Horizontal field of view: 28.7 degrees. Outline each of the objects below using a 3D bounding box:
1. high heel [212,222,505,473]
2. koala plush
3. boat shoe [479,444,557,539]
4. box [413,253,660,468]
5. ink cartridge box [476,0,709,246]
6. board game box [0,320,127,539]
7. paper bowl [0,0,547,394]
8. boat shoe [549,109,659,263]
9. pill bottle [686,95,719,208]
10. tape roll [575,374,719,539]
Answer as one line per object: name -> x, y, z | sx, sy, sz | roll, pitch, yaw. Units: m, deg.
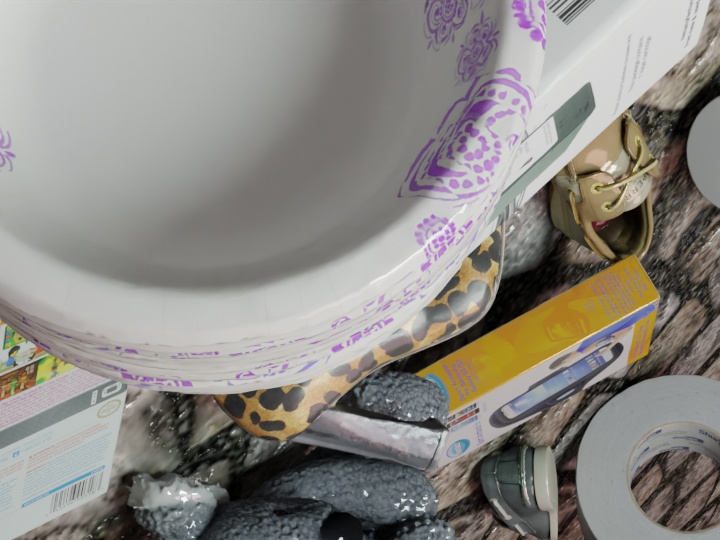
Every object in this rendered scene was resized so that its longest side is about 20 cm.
high heel -> 0.000, 0.000, 0.763 | 0.141, 0.071, 0.203 | 16, 87, -19
koala plush -> -0.037, 0.175, 0.804 | 0.183, 0.179, 0.199 | -34, 165, 29
boat shoe -> 0.141, 0.193, 1.230 | 0.061, 0.074, 0.200 | -4, 161, 9
box -> 0.107, 0.071, 0.957 | 0.198, 0.042, 0.119 | -30, 158, -4
ink cartridge box -> 0.018, -0.092, 0.550 | 0.200, 0.146, 0.084 | -41, 160, -12
board game box -> -0.160, 0.031, 0.541 | 0.147, 0.064, 0.202 | -24, 146, -41
paper bowl -> -0.046, -0.063, 0.436 | 0.200, 0.201, 0.105 | -41, 167, -12
boat shoe -> 0.153, -0.065, 0.876 | 0.074, 0.066, 0.200 | -46, 153, -5
pill bottle -> 0.325, -0.097, 1.042 | 0.199, 0.112, 0.113 | -14, 138, -48
tape roll -> 0.296, 0.200, 1.291 | 0.200, 0.200, 0.066 | -41, 152, -12
